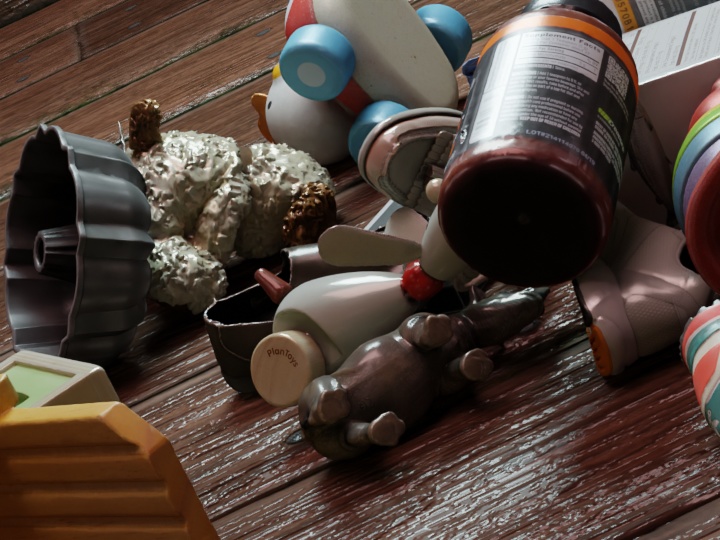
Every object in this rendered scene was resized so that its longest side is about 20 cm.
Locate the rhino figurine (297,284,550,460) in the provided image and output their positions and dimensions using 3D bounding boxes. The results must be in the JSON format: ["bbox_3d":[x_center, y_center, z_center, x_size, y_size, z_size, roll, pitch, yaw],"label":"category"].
[{"bbox_3d":[0.043,0.056,1.397,0.199,0.060,0.087,-32,3,-25],"label":"rhino figurine"}]

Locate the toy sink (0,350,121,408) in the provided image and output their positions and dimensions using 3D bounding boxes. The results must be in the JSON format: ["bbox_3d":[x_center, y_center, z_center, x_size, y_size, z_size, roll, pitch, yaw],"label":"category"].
[{"bbox_3d":[-0.253,0.148,1.452,0.200,0.113,0.130,-34,20,-25],"label":"toy sink"}]

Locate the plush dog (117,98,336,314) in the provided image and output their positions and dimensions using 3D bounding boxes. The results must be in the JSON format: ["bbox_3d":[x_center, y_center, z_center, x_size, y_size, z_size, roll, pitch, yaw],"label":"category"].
[{"bbox_3d":[-0.105,-0.062,1.819,0.171,0.162,0.200,-2,15,-15],"label":"plush dog"}]

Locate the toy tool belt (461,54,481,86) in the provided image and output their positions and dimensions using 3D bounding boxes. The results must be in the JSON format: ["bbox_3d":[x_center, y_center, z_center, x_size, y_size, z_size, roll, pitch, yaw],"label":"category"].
[{"bbox_3d":[0.127,-0.149,1.698,0.124,0.124,0.200,-14,10,25],"label":"toy tool belt"}]

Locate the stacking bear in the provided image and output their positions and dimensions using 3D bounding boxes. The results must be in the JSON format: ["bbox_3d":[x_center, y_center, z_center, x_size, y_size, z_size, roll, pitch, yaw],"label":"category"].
[{"bbox_3d":[0.241,-0.059,1.334,0.113,0.122,0.200,-25,16,12],"label":"stacking bear"}]

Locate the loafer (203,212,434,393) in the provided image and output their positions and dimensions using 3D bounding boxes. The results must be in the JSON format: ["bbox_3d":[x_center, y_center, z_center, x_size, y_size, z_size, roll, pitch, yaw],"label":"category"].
[{"bbox_3d":[-0.023,0.014,1.538,0.199,0.071,0.073,-32,36,10],"label":"loafer"}]

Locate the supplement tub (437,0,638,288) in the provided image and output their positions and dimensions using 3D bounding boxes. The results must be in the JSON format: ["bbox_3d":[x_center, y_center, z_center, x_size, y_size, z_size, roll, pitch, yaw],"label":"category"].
[{"bbox_3d":[0.115,-0.089,1.372,0.106,0.107,0.201,-15,34,27],"label":"supplement tub"}]

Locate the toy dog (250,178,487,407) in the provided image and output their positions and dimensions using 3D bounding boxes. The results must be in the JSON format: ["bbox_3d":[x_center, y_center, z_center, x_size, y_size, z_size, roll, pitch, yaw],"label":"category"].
[{"bbox_3d":[0.000,0.000,1.449,0.200,0.097,0.132,-39,-11,10],"label":"toy dog"}]

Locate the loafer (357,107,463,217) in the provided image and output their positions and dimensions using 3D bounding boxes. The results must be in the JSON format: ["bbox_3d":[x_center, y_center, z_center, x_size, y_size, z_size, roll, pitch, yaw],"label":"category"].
[{"bbox_3d":[0.082,-0.060,1.513,0.063,0.199,0.072,40,107,36],"label":"loafer"}]

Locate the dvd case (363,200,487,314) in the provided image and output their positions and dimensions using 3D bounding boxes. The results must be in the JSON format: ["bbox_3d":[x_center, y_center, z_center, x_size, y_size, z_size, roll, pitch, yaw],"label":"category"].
[{"bbox_3d":[0.050,-0.017,1.645,0.150,0.025,0.200,-12,23,33],"label":"dvd case"}]

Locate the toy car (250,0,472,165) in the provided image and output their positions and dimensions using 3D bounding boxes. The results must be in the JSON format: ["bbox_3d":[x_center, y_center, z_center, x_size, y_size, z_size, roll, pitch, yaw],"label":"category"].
[{"bbox_3d":[-0.032,-0.163,1.951,0.199,0.177,0.185,-27,25,38],"label":"toy car"}]

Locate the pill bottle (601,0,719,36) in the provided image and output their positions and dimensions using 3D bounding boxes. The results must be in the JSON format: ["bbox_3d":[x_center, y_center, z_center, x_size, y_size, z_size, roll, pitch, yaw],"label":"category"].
[{"bbox_3d":[0.254,-0.216,1.601,0.199,0.117,0.116,-22,18,1],"label":"pill bottle"}]

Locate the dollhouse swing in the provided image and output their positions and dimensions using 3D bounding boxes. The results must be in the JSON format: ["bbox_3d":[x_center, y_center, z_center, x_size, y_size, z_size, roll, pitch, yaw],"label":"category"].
[{"bbox_3d":[-0.180,0.177,1.143,0.181,0.201,0.175,-34,21,-26],"label":"dollhouse swing"}]

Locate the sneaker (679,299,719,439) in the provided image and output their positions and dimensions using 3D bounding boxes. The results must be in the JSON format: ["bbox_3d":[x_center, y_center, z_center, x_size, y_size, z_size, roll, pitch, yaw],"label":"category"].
[{"bbox_3d":[0.269,0.041,1.166,0.199,0.071,0.094,-19,37,12],"label":"sneaker"}]

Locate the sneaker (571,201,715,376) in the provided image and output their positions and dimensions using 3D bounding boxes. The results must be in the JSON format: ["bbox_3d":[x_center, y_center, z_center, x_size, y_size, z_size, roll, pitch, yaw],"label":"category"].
[{"bbox_3d":[0.177,-0.002,1.389,0.091,0.076,0.200,-16,27,5],"label":"sneaker"}]

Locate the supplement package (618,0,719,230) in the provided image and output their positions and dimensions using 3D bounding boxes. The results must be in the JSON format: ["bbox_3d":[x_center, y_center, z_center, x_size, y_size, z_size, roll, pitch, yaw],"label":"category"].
[{"bbox_3d":[0.221,-0.100,1.502,0.199,0.117,0.117,-18,22,24],"label":"supplement package"}]

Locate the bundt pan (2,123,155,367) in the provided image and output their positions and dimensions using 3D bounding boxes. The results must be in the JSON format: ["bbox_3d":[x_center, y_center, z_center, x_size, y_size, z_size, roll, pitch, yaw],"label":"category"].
[{"bbox_3d":[-0.218,-0.012,1.753,0.075,0.203,0.202,3,6,-25],"label":"bundt pan"}]
